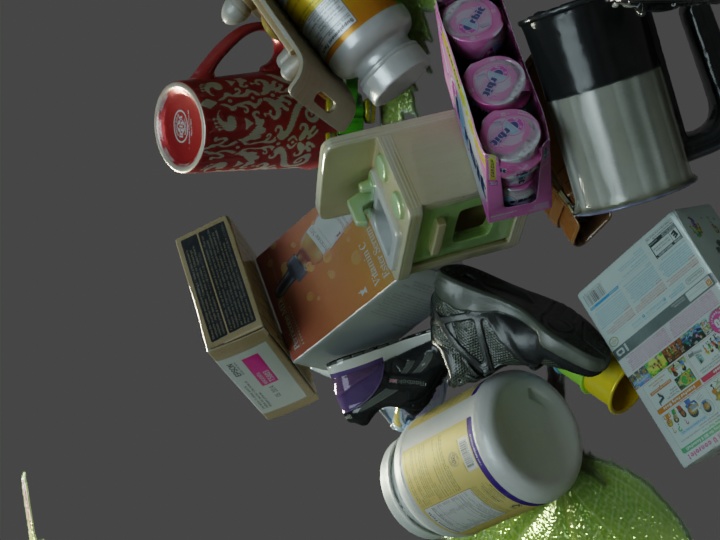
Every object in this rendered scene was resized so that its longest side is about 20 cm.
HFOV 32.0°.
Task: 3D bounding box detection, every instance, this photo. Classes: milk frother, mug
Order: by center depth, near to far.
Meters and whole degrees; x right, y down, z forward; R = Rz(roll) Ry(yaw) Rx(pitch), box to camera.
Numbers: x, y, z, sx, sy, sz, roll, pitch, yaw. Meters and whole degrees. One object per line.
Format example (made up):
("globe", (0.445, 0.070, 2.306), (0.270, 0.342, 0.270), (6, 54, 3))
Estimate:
("milk frother", (0.241, -0.155, 1.094), (0.179, 0.200, 0.189), (-17, 97, 18))
("mug", (-0.151, -0.201, 1.547), (0.133, 0.199, 0.179), (-36, 72, 46))

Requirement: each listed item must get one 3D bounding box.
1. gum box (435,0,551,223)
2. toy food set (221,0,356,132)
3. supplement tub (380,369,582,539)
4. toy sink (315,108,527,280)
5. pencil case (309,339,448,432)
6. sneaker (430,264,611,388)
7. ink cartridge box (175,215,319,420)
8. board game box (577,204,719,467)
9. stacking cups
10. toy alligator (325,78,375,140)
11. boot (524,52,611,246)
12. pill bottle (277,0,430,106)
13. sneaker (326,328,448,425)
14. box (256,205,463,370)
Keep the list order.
("gum box", (0.128, -0.154, 1.193), (0.114, 0.066, 0.201), (74, -178, -59))
("toy food set", (-0.092, -0.254, 1.438), (0.060, 0.143, 0.201), (-38, 65, 12))
("supplement tub", (0.127, 0.207, 1.370), (0.200, 0.145, 0.146), (-36, 72, 46))
("toy sink", (0.066, -0.075, 1.287), (0.131, 0.198, 0.113), (99, 153, -57))
("pencil case", (0.015, 0.116, 1.520), (0.200, 0.083, 0.091), (32, 108, 40))
("sneaker", (0.156, 0.080, 1.283), (0.198, 0.076, 0.115), (22, 117, 22))
("ink cartridge box", (-0.132, 0.059, 1.475), (0.200, 0.075, 0.166), (61, -173, -56))
("board game box", (0.318, 0.062, 1.191), (0.148, 0.064, 0.201), (-47, 63, 43))
("stacking cups", (0.207, 0.073, 1.318), (0.200, 0.060, 0.061), (36, 123, 38))
("toy alligator", (-0.013, -0.146, 1.520), (0.054, 0.059, 0.202), (-106, 15, -78))
("boot", (0.214, -0.134, 1.244), (0.156, 0.076, 0.201), (60, 141, 29))
("pill bottle", (-0.012, -0.290, 1.427), (0.200, 0.111, 0.111), (52, 134, 6))
("sneaker", (0.068, 0.115, 1.407), (0.076, 0.199, 0.088), (92, 160, -87))
("box", (0.000, 0.000, 1.437), (0.200, 0.106, 0.153), (-39, 56, 26))
